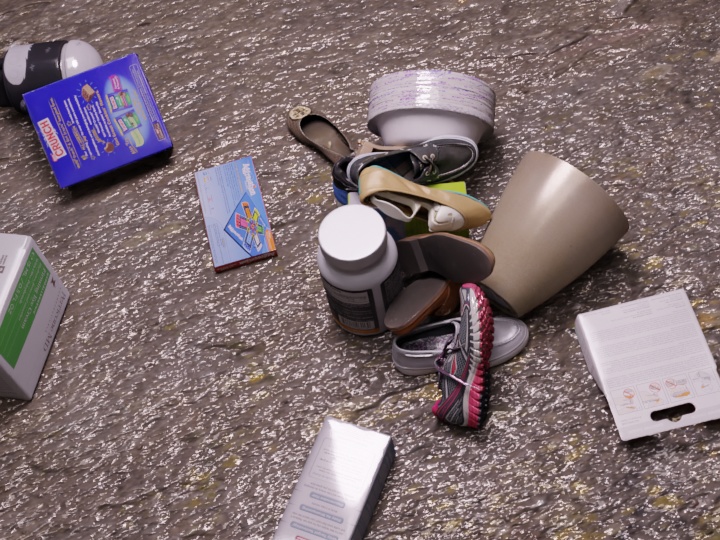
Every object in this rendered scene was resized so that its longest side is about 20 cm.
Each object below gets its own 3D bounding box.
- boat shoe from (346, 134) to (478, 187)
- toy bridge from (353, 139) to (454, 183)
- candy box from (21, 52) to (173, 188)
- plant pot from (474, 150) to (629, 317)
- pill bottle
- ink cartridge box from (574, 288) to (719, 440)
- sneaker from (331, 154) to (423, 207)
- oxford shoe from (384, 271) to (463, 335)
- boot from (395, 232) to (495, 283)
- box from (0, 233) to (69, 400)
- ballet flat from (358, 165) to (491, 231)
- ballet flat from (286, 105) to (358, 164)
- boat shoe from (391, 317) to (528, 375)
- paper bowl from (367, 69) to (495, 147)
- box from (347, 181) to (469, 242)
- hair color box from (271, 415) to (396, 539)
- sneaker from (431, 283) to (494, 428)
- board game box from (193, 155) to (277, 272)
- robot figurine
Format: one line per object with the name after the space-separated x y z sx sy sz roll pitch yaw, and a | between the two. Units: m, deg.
0.081 -0.153 1.567 0.199 0.069 0.057 -12 14 -6 | boat shoe
0.083 -0.151 1.625 0.200 0.027 0.067 28 71 -15 | toy bridge
-0.437 -0.250 1.785 0.200 0.077 0.169 -21 98 -6 | candy box
0.254 -0.036 1.546 0.187 0.187 0.200 35 83 26 | plant pot
0.000 0.000 1.531 0.116 0.200 0.117 -4 57 6 | pill bottle
0.404 0.135 1.478 0.161 0.050 0.200 -14 61 0 | ink cartridge box
0.049 -0.126 1.657 0.200 0.111 0.077 15 61 17 | sneaker
0.108 0.042 1.539 0.071 0.071 0.200 2 32 42 | oxford shoe
0.131 -0.030 1.507 0.075 0.074 0.200 -24 18 -29 | boot
-0.581 0.066 1.597 0.199 0.171 0.199 5 59 11 | box
0.088 -0.087 1.516 0.200 0.069 0.063 18 54 -6 | ballet flat
-0.056 -0.220 1.771 0.067 0.046 0.200 -35 59 -14 | ballet flat
0.142 0.097 1.525 0.199 0.069 0.072 -6 57 5 | boat shoe
0.110 -0.231 1.666 0.200 0.201 0.105 2 81 10 | paper bowl
0.064 -0.068 1.610 0.199 0.122 0.048 -5 48 5 | box
-0.034 0.306 1.425 0.099 0.061 0.200 15 61 18 | hair color box
0.139 0.117 1.460 0.074 0.081 0.201 6 98 18 | sneaker
-0.205 -0.094 1.731 0.103 0.019 0.200 -17 57 0 | board game box
-0.550 -0.339 1.882 0.199 0.125 0.151 -6 81 5 | robot figurine
